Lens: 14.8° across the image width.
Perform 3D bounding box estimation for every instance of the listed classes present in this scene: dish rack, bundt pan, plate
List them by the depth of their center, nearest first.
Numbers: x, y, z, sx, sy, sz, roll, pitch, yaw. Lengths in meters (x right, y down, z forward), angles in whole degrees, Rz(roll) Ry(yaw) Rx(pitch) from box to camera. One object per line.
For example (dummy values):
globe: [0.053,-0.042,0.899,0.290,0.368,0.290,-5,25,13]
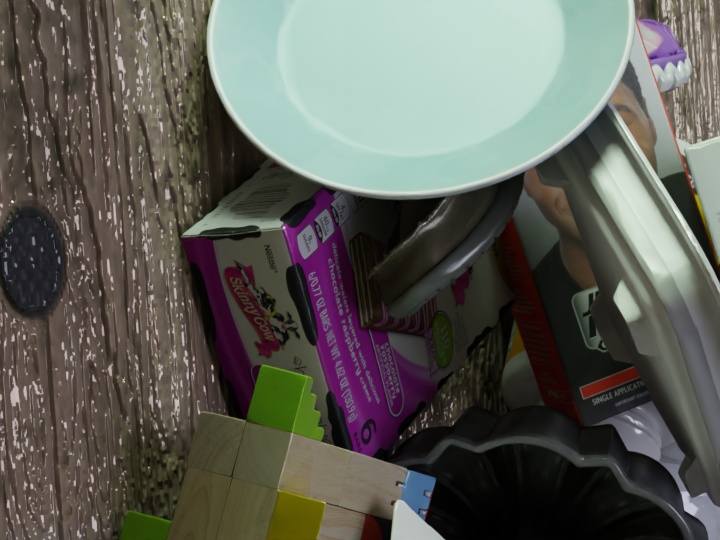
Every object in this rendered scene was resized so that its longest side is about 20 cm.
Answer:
plate: [0.028,-0.109,1.295,0.026,0.200,0.200,80,23,-54]
dish rack: [0.138,0.019,1.310,0.172,0.044,0.200,63,-1,42]
bundt pan: [0.081,0.150,1.351,0.076,0.202,0.202,-64,141,-61]

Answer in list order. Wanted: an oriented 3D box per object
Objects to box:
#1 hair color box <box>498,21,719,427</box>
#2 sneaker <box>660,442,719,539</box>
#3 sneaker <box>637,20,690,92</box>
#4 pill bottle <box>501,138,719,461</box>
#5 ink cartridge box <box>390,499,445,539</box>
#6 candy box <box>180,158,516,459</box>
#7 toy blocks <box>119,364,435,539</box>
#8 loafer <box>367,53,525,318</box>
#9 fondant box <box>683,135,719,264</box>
hair color box: [0.119,-0.029,1.450,0.061,0.101,0.200,-174,-117,-77]
sneaker: [0.193,0.178,1.647,0.115,0.075,0.200,-54,132,-21]
sneaker: [0.123,-0.132,1.570,0.200,0.080,0.089,-20,97,-59]
pill bottle: [0.142,0.027,1.562,0.109,0.109,0.200,48,46,-48]
ink cartridge box: [0.063,0.204,1.212,0.116,0.067,0.200,47,36,-50]
candy box: [0.000,0.000,1.359,0.200,0.061,0.137,-47,127,-53]
toy blocks: [-0.033,0.152,1.241,0.137,0.100,0.200,23,80,-56]
loafer: [0.041,-0.060,1.326,0.070,0.075,0.200,35,49,-12]
fondant box: [0.221,0.007,1.445,0.200,0.058,0.144,23,50,-78]
